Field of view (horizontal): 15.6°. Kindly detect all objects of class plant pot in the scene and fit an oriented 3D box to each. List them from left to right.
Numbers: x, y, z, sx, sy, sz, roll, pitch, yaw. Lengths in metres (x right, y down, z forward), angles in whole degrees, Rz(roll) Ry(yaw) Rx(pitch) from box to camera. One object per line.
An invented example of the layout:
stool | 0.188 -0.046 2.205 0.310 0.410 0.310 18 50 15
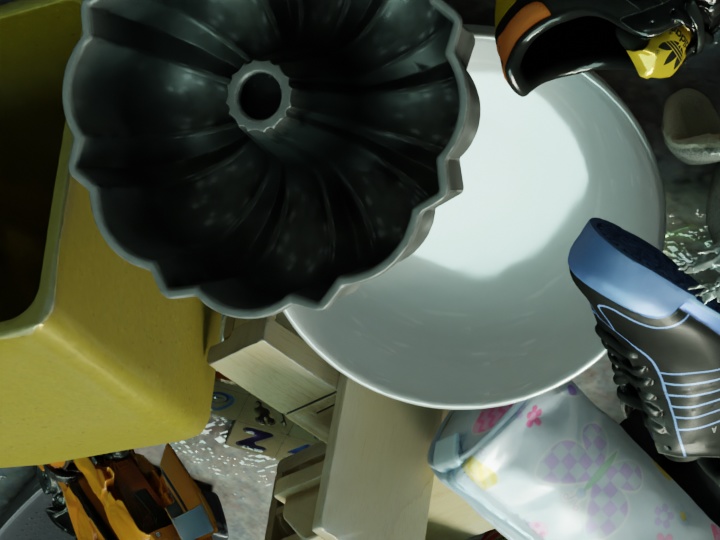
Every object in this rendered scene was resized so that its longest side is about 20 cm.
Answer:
plant pot | -0.170 0.004 1.356 0.194 0.196 0.200 -11 146 28

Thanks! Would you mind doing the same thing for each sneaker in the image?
sneaker | 0.152 0.046 1.274 0.078 0.070 0.200 -50 133 7
sneaker | 0.152 -0.123 1.173 0.200 0.090 0.070 -9 142 26

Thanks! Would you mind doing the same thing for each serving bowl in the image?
serving bowl | 0.050 -0.033 1.309 0.199 0.066 0.201 1 113 2

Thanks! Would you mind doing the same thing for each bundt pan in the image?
bundt pan | -0.033 -0.078 1.217 0.201 0.203 0.076 -5 177 21

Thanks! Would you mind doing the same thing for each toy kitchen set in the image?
toy kitchen set | -0.038 0.115 1.426 0.180 0.164 0.200 -26 131 38

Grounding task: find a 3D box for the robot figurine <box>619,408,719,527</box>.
robot figurine | 0.219 0.092 1.443 0.125 0.150 0.200 43 144 6

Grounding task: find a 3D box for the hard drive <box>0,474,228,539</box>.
hard drive | -0.176 0.183 1.740 0.135 0.042 0.200 20 144 -16

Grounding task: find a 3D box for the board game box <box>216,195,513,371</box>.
board game box | 0.000 0.000 1.431 0.134 0.034 0.200 11 143 -3

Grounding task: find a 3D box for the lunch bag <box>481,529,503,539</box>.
lunch bag | 0.140 0.217 1.590 0.082 0.177 0.200 25 143 -26

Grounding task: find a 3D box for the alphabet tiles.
alphabet tiles | -0.011 0.069 1.566 0.166 0.006 0.200 16 145 -8

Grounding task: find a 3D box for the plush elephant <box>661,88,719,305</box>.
plush elephant | 0.226 -0.038 1.242 0.200 0.155 0.165 -25 98 -5

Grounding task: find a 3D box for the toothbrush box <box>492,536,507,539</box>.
toothbrush box | 0.024 0.216 1.485 0.200 0.086 0.145 -15 175 -38

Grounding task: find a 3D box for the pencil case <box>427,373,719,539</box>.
pencil case | 0.125 0.136 1.379 0.200 0.091 0.083 47 163 -13

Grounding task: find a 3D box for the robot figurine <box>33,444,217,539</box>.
robot figurine | -0.138 0.138 1.563 0.058 0.200 0.145 -20 150 -28
